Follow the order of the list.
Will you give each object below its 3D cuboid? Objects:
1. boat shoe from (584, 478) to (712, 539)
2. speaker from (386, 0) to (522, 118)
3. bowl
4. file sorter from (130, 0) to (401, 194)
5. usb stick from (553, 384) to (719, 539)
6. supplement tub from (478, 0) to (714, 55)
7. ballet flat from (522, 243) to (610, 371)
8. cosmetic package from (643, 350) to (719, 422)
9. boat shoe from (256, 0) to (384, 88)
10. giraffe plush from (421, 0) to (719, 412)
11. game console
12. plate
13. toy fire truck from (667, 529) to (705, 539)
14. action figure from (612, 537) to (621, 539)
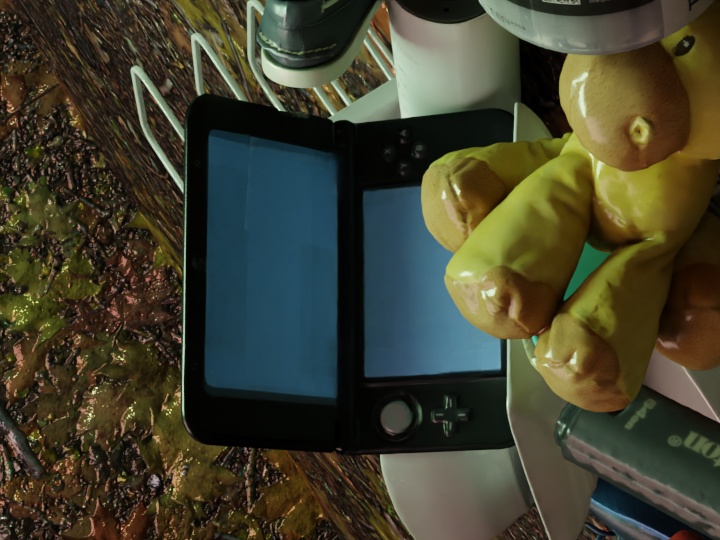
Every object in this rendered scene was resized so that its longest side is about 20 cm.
[{"bbox_3d":[0.188,0.164,1.107,0.200,0.084,0.069,41,152,39],"label":"boat shoe"},{"bbox_3d":[0.060,-0.126,1.077,0.081,0.081,0.201,48,166,26],"label":"speaker"},{"bbox_3d":[0.082,0.072,1.141,0.074,0.201,0.200,8,154,18],"label":"bowl"},{"bbox_3d":[-0.043,-0.120,1.215,0.125,0.199,0.139,56,168,13],"label":"file sorter"},{"bbox_3d":[0.182,0.106,0.808,0.199,0.056,0.033,27,151,30],"label":"usb stick"},{"bbox_3d":[0.088,-0.195,0.700,0.123,0.122,0.201,45,164,35],"label":"supplement tub"},{"bbox_3d":[0.130,-0.009,0.923,0.070,0.201,0.071,11,142,9],"label":"ballet flat"},{"bbox_3d":[0.228,0.081,0.983,0.201,0.085,0.108,54,171,-1],"label":"cosmetic package"},{"bbox_3d":[-0.016,-0.190,1.028,0.074,0.201,0.062,13,137,14],"label":"boat shoe"},{"bbox_3d":[0.138,-0.059,0.813,0.172,0.200,0.163,42,147,17],"label":"giraffe plush"},{"bbox_3d":[0.000,0.000,1.000,0.116,0.174,0.202,27,-119,-67],"label":"game console"},{"bbox_3d":[0.116,0.038,1.015,0.200,0.032,0.202,67,-156,-56],"label":"plate"},{"bbox_3d":[0.151,0.193,0.890,0.200,0.128,0.176,47,-172,-13],"label":"toy fire truck"},{"bbox_3d":[0.261,0.267,1.289,0.200,0.118,0.103,-126,18,-54],"label":"action figure"}]
